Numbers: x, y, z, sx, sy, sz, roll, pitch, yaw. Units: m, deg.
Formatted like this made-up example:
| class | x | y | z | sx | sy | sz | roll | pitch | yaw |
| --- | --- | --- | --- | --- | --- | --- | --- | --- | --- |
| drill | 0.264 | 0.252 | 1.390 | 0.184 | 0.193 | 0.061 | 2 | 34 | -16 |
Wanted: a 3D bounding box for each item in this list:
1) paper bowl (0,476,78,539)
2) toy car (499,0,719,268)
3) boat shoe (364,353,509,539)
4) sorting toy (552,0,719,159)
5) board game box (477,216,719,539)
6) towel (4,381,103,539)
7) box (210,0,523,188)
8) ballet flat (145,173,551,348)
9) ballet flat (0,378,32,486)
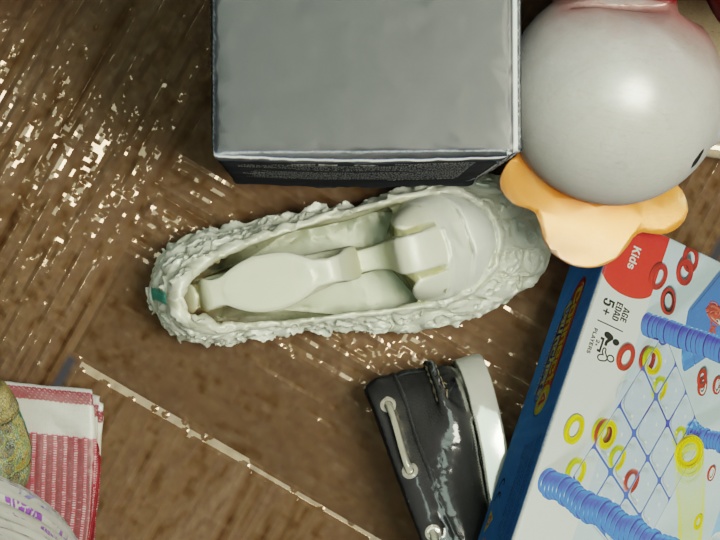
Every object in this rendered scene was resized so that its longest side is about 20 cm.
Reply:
| class | x | y | z | sx | sy | sz | roll | pitch | yaw |
| --- | --- | --- | --- | --- | --- | --- | --- | --- | --- |
| paper bowl | -0.209 | 0.159 | 0.942 | 0.199 | 0.201 | 0.105 | -21 | 45 | -3 |
| toy car | 0.133 | -0.096 | 0.959 | 0.176 | 0.184 | 0.201 | 10 | 106 | -7 |
| boat shoe | 0.046 | 0.140 | 1.019 | 0.060 | 0.074 | 0.202 | -11 | 85 | -3 |
| sorting toy | 0.189 | -0.143 | 1.059 | 0.198 | 0.036 | 0.187 | 8 | 88 | -7 |
| board game box | 0.162 | 0.108 | 0.993 | 0.195 | 0.056 | 0.201 | 24 | 69 | -9 |
| towel | -0.197 | 0.150 | 1.035 | 0.143 | 0.023 | 0.202 | 5 | 86 | 0 |
| box | 0.000 | -0.139 | 0.928 | 0.123 | 0.197 | 0.202 | 0 | 89 | 0 |
| ballet flat | 0.000 | 0.000 | 1.027 | 0.198 | 0.072 | 0.072 | -13 | 88 | -4 |
| ballet flat | -0.238 | 0.112 | 0.999 | 0.199 | 0.071 | 0.071 | -25 | 89 | 0 |
